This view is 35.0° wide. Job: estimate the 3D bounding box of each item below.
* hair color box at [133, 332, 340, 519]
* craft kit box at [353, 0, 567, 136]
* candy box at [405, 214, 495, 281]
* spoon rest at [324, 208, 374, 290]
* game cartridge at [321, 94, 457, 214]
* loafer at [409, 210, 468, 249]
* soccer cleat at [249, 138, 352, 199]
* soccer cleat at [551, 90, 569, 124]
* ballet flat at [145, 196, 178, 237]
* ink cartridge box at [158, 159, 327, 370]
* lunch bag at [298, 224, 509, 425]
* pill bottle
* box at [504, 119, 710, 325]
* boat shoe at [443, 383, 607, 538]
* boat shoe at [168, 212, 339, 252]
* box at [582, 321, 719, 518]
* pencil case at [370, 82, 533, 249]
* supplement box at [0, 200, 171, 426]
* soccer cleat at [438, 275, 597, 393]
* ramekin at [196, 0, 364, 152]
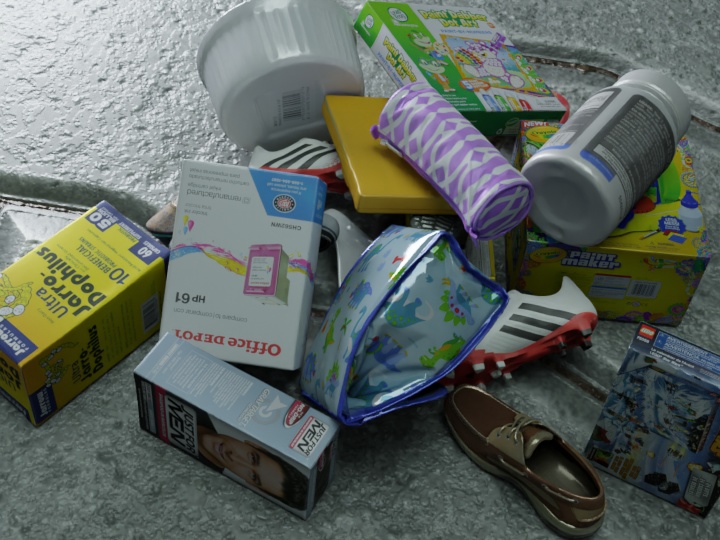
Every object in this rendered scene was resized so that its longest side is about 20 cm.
[{"bbox_3d":[-0.121,0.151,1.110,0.199,0.099,0.061,25,52,15],"label":"hair color box"},{"bbox_3d":[0.120,-0.242,1.370,0.199,0.049,0.198,-7,50,-39],"label":"craft kit box"},{"bbox_3d":[0.104,-0.061,1.355,0.102,0.026,0.201,1,50,0],"label":"candy box"},{"bbox_3d":[0.000,0.000,1.273,0.099,0.061,0.200,-26,56,-24],"label":"spoon rest"},{"bbox_3d":[0.059,-0.131,1.291,0.175,0.033,0.201,1,41,-16],"label":"game cartridge"},{"bbox_3d":[0.097,-0.065,1.298,0.075,0.070,0.200,22,38,13],"label":"loafer"},{"bbox_3d":[-0.037,-0.123,1.355,0.199,0.069,0.086,-6,48,0],"label":"soccer cleat"},{"bbox_3d":[0.174,-0.224,1.483,0.199,0.067,0.076,15,20,14],"label":"soccer cleat"},{"bbox_3d":[-0.150,-0.079,1.296,0.199,0.068,0.068,-2,23,7],"label":"ballet flat"},{"bbox_3d":[-0.120,-0.004,1.181,0.144,0.085,0.201,7,91,3],"label":"ink cartridge box"},{"bbox_3d":[0.028,0.063,1.128,0.127,0.170,0.200,45,81,-13],"label":"lunch bag"},{"bbox_3d":[0.264,-0.124,1.208,0.113,0.114,0.200,33,54,20],"label":"pill bottle"},{"bbox_3d":[0.272,-0.056,1.306,0.199,0.122,0.193,5,49,-2],"label":"box"},{"bbox_3d":[0.167,0.175,1.136,0.200,0.072,0.076,38,57,23],"label":"boat shoe"},{"bbox_3d":[-0.118,-0.019,1.257,0.199,0.069,0.057,-9,57,15],"label":"boat shoe"},{"bbox_3d":[0.300,0.146,1.089,0.136,0.201,0.040,25,53,14],"label":"box"},{"bbox_3d":[0.094,-0.116,1.194,0.085,0.084,0.200,-33,54,-12],"label":"pencil case"},{"bbox_3d":[-0.298,0.041,1.177,0.109,0.110,0.200,34,56,21],"label":"supplement box"},{"bbox_3d":[0.153,0.067,1.212,0.199,0.069,0.086,-19,58,-3],"label":"soccer cleat"},{"bbox_3d":[-0.090,-0.228,1.369,0.199,0.201,0.098,-10,60,-14],"label":"ramekin"}]
